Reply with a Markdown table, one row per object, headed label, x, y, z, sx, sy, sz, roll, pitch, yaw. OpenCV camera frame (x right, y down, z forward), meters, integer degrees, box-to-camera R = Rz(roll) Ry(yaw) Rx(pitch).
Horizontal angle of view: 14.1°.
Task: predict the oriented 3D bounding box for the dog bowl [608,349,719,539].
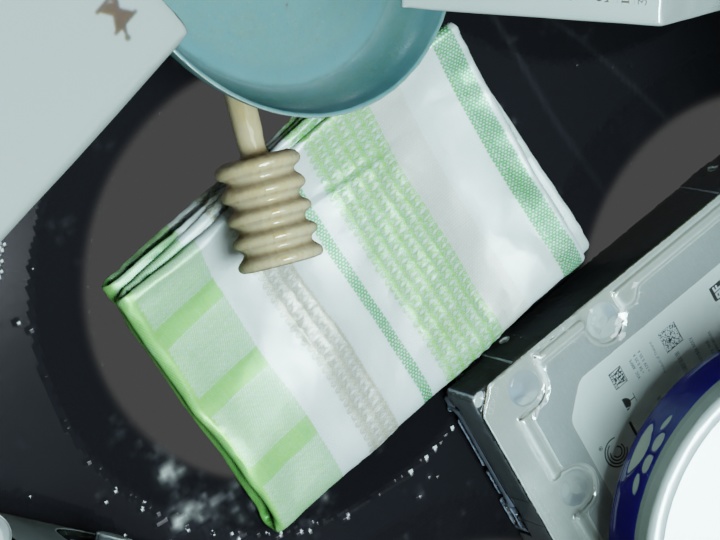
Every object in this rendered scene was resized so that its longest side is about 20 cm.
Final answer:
| label | x | y | z | sx | sy | sz | roll | pitch | yaw |
| --- | --- | --- | --- | --- | --- | --- | --- | --- | --- |
| dog bowl | 0.213 | 0.123 | 1.286 | 0.200 | 0.079 | 0.200 | -1 | 94 | -9 |

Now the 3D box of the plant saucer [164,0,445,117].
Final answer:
| label | x | y | z | sx | sy | sz | roll | pitch | yaw |
| --- | --- | --- | --- | --- | --- | --- | --- | --- | --- |
| plant saucer | -0.041 | -0.159 | 1.210 | 0.200 | 0.027 | 0.200 | 10 | 74 | -39 |

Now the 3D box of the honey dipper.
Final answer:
| label | x | y | z | sx | sy | sz | roll | pitch | yaw |
| --- | --- | --- | --- | --- | --- | --- | --- | --- | --- |
| honey dipper | -0.056 | -0.099 | 1.223 | 0.038 | 0.038 | 0.200 | -14 | 91 | -27 |

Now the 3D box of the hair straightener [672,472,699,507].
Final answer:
| label | x | y | z | sx | sy | sz | roll | pitch | yaw |
| --- | --- | --- | --- | --- | --- | --- | --- | --- | --- |
| hair straightener | 0.209 | 0.062 | 1.370 | 0.200 | 0.041 | 0.077 | -49 | 117 | -20 |

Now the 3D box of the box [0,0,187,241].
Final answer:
| label | x | y | z | sx | sy | sz | roll | pitch | yaw |
| --- | --- | --- | --- | --- | --- | --- | --- | --- | --- |
| box | -0.217 | -0.089 | 1.065 | 0.199 | 0.171 | 0.200 | -49 | 117 | -15 |

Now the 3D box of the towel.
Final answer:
| label | x | y | z | sx | sy | sz | roll | pitch | yaw |
| --- | --- | --- | --- | --- | --- | --- | --- | --- | --- |
| towel | 0.000 | 0.000 | 1.284 | 0.200 | 0.031 | 0.149 | -42 | 114 | -18 |

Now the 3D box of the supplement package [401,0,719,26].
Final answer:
| label | x | y | z | sx | sy | sz | roll | pitch | yaw |
| --- | --- | --- | --- | --- | --- | --- | --- | --- | --- |
| supplement package | 0.093 | -0.208 | 1.218 | 0.156 | 0.111 | 0.200 | -23 | 116 | -71 |

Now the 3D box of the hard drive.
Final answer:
| label | x | y | z | sx | sy | sz | roll | pitch | yaw |
| --- | --- | --- | --- | --- | --- | --- | --- | --- | --- |
| hard drive | 0.146 | 0.052 | 1.371 | 0.200 | 0.038 | 0.140 | -37 | 113 | -19 |

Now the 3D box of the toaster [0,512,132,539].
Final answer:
| label | x | y | z | sx | sy | sz | roll | pitch | yaw |
| --- | --- | --- | --- | --- | --- | --- | --- | --- | --- |
| toaster | -0.152 | 0.195 | 1.173 | 0.181 | 0.119 | 0.200 | 17 | 89 | -30 |
